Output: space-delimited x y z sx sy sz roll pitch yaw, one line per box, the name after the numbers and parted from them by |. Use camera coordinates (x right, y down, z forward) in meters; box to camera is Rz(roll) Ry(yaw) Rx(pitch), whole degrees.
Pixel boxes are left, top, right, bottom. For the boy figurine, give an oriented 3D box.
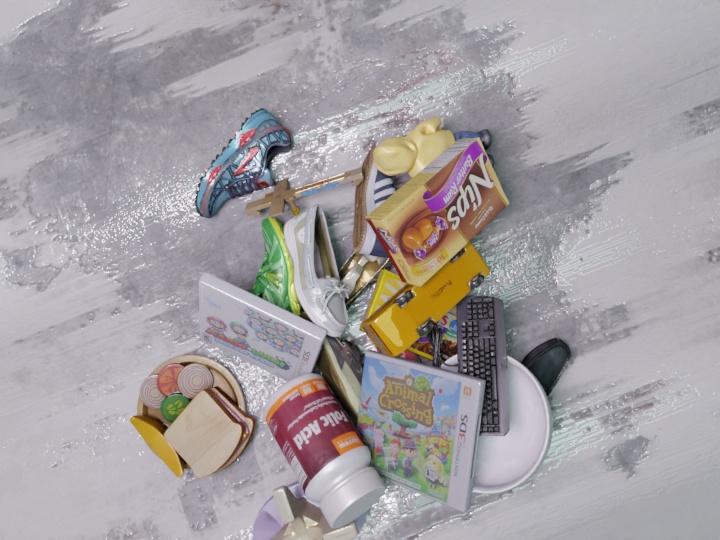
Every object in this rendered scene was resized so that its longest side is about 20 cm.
0.112 -0.173 0.886 0.196 0.064 0.127 -9 91 -22 | boy figurine

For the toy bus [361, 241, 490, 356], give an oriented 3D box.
0.099 0.041 0.860 0.199 0.078 0.065 -40 94 -16 | toy bus

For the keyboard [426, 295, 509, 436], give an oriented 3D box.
0.154 0.138 0.845 0.125 0.021 0.204 -9 68 29 | keyboard

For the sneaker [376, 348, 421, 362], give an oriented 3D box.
0.073 0.196 0.910 0.072 0.087 0.204 -12 89 1 | sneaker

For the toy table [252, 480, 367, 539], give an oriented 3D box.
-0.086 0.410 0.901 0.198 0.117 0.186 -32 89 2 | toy table

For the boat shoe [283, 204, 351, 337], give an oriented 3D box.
-0.059 -0.001 0.864 0.064 0.074 0.205 -31 63 29 | boat shoe

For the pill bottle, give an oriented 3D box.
-0.055 0.266 0.858 0.114 0.114 0.201 -39 60 1 | pill bottle

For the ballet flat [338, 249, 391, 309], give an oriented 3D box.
0.000 0.000 0.919 0.068 0.075 0.201 39 91 3 | ballet flat

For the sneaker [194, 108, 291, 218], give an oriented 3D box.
-0.186 -0.158 0.923 0.095 0.079 0.201 37 91 -1 | sneaker

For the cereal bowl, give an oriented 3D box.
0.191 0.223 0.854 0.197 0.083 0.204 -10 70 29 | cereal bowl

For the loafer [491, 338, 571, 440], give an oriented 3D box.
0.267 0.195 0.913 0.068 0.070 0.201 40 91 -2 | loafer

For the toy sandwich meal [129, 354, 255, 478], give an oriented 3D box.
-0.276 0.239 0.928 0.201 0.070 0.210 0 90 2 | toy sandwich meal

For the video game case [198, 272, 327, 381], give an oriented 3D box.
-0.157 0.099 0.882 0.197 0.183 0.024 26 54 2 | video game case

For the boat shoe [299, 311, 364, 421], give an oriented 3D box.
-0.031 0.142 0.917 0.066 0.071 0.203 -33 106 -27 | boat shoe

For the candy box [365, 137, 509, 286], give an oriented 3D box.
0.115 -0.086 0.830 0.199 0.056 0.118 -40 113 -17 | candy box

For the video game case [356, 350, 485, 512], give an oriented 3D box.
0.079 0.228 0.842 0.197 0.022 0.186 9 94 36 | video game case

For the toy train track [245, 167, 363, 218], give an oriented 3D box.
-0.086 -0.117 0.912 0.196 0.116 0.033 -16 125 10 | toy train track

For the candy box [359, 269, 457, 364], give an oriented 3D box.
0.105 0.084 0.912 0.197 0.026 0.104 24 78 -12 | candy box

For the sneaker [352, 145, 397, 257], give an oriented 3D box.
0.049 -0.102 0.903 0.107 0.070 0.203 14 57 -14 | sneaker

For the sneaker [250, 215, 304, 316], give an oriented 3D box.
-0.140 0.013 0.923 0.082 0.074 0.204 -9 90 -2 | sneaker
